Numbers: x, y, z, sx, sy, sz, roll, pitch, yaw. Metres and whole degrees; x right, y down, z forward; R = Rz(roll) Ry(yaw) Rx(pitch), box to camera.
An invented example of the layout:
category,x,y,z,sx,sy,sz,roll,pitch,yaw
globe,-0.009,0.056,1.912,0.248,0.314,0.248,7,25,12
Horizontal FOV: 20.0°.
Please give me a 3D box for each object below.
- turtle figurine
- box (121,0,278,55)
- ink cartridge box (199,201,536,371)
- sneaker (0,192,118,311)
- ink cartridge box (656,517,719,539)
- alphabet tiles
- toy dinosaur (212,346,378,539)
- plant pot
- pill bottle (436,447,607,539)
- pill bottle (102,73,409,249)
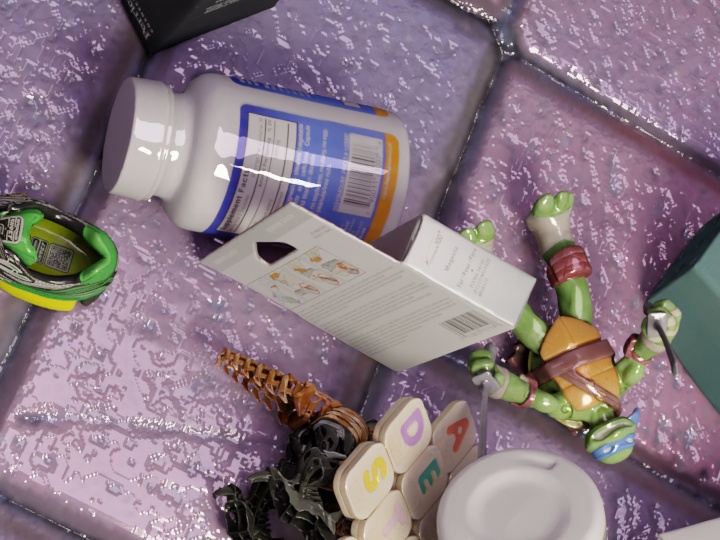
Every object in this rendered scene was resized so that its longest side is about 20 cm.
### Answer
category,x,y,z,sx,sy,sz,roll,pitch,yaw
turtle figurine,0.147,0.037,1.467,0.200,0.144,0.194,13,47,-59
box,-0.116,-0.283,1.419,0.117,0.200,0.197,-27,88,-26
ink cartridge box,0.000,0.000,1.397,0.173,0.200,0.044,30,69,-14
sneaker,-0.254,-0.030,1.363,0.199,0.085,0.078,12,73,-19
ink cartridge box,0.304,0.245,1.488,0.199,0.147,0.083,-11,41,-25
alphabet tiles,0.040,0.192,1.405,0.196,0.015,0.201,-46,127,-40
toy dinosaur,-0.031,0.140,1.427,0.200,0.102,0.136,35,50,8
plant pot,0.332,0.045,1.561,0.200,0.141,0.141,41,65,-2
pill bottle,0.117,0.223,1.390,0.111,0.200,0.111,-6,46,6
pill bottle,-0.075,-0.076,1.434,0.199,0.112,0.113,10,73,-19
